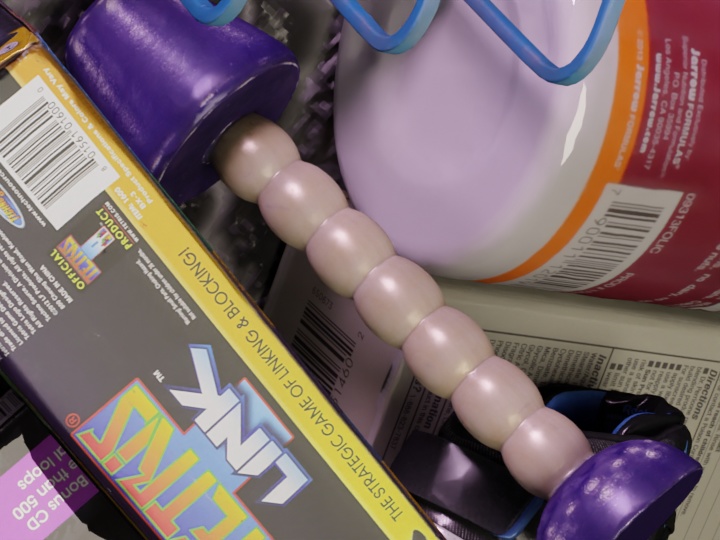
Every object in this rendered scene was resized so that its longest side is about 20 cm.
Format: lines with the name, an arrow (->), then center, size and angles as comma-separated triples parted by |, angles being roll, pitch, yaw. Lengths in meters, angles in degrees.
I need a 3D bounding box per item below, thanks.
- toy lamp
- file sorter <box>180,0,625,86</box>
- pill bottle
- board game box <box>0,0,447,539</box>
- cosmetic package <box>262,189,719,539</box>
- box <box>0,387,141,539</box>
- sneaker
toy lamp -> 0.000, 0.000, 0.780 | 0.058, 0.200, 0.058 | -41, 165, -14
file sorter -> -0.032, -0.133, 0.699 | 0.199, 0.123, 0.139 | 8, 113, -25
pill bottle -> 0.102, -0.046, 0.866 | 0.199, 0.114, 0.115 | 7, 112, -36
board game box -> -0.057, 0.017, 0.729 | 0.057, 0.165, 0.200 | -41, 113, -6
cosmetic package -> 0.064, 0.045, 0.918 | 0.199, 0.073, 0.104 | 9, 111, -37
box -> -0.071, 0.139, 0.858 | 0.143, 0.036, 0.200 | -41, 107, -8
sneaker -> 0.081, 0.096, 0.863 | 0.200, 0.073, 0.112 | 26, 86, -47
